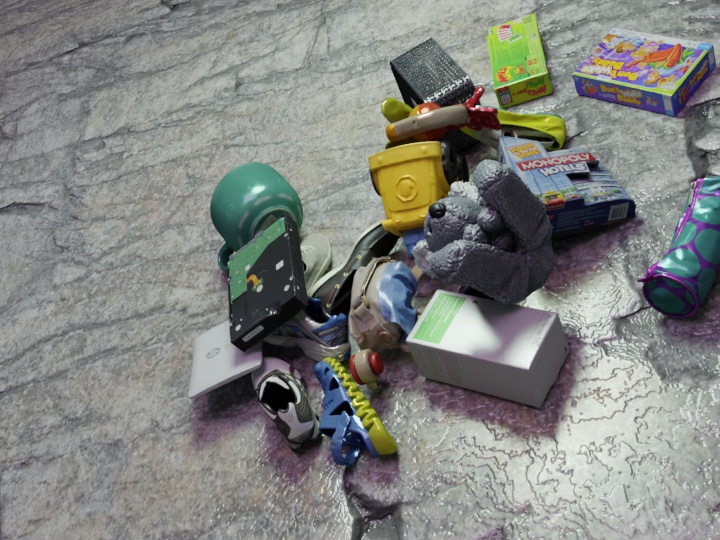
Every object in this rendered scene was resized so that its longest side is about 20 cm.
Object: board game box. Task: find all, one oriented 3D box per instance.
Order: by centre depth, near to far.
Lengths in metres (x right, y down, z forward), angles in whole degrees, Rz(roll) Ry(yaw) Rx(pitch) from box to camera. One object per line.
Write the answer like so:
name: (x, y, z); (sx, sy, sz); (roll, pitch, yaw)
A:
board game box: (0.296, -0.143, 1.503); (0.196, 0.063, 0.201); (-11, 41, -13)
board game box: (0.484, -0.343, 1.657); (0.198, 0.045, 0.135); (24, 63, 42)
board game box: (0.295, -0.394, 1.810); (0.100, 0.048, 0.202); (-15, 43, 16)

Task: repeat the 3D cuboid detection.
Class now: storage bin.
storage bin: (0.141, -0.310, 1.745); (0.093, 0.136, 0.201); (-29, 41, -2)

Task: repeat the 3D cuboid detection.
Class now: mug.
mug: (-0.176, -0.082, 1.707); (0.150, 0.188, 0.114); (-18, 38, -26)

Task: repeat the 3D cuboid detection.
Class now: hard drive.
hard drive: (-0.151, 0.017, 1.536); (0.139, 0.038, 0.202); (-36, 38, 19)

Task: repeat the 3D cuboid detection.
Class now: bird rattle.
bird rattle: (0.123, -0.232, 1.557); (0.196, 0.115, 0.163); (-4, 9, 24)

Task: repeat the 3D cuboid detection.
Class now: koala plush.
koala plush: (0.159, -0.048, 1.374); (0.199, 0.182, 0.180); (19, 80, 56)

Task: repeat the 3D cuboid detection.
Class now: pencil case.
pencil case: (0.459, -0.035, 1.330); (0.201, 0.092, 0.085); (-56, 7, -26)

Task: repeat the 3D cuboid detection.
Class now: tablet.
tablet: (-0.217, 0.129, 1.561); (0.128, 0.014, 0.201); (-26, 23, 5)

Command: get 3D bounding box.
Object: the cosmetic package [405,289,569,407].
cosmetic package: (0.178, 0.106, 1.355); (0.197, 0.086, 0.108); (8, 50, 36)

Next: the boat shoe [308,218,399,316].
boat shoe: (0.001, 0.002, 1.568); (0.063, 0.074, 0.202); (31, 70, 37)

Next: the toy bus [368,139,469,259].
toy bus: (0.107, -0.097, 1.559); (0.133, 0.199, 0.196); (-11, 80, 19)

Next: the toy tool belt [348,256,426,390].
toy tool belt: (0.049, 0.069, 1.437); (0.121, 0.125, 0.203); (-19, 42, 23)

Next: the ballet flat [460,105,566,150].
ballet flat: (0.252, -0.234, 1.630); (0.195, 0.067, 0.068); (4, 65, -3)

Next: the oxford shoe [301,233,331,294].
oxford shoe: (-0.096, -0.015, 1.626); (0.074, 0.059, 0.201); (-14, 27, 21)

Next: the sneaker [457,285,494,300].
sneaker: (0.194, -0.026, 1.487); (0.201, 0.068, 0.107); (-41, 47, -20)

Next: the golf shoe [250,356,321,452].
golf shoe: (-0.121, 0.175, 1.447); (0.077, 0.095, 0.200); (-36, 40, -7)

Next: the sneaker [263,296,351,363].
sneaker: (-0.093, 0.076, 1.519); (0.197, 0.087, 0.077); (15, 20, 32)

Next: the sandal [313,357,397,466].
sandal: (-0.028, 0.204, 1.382); (0.086, 0.080, 0.201); (-35, 40, -2)
